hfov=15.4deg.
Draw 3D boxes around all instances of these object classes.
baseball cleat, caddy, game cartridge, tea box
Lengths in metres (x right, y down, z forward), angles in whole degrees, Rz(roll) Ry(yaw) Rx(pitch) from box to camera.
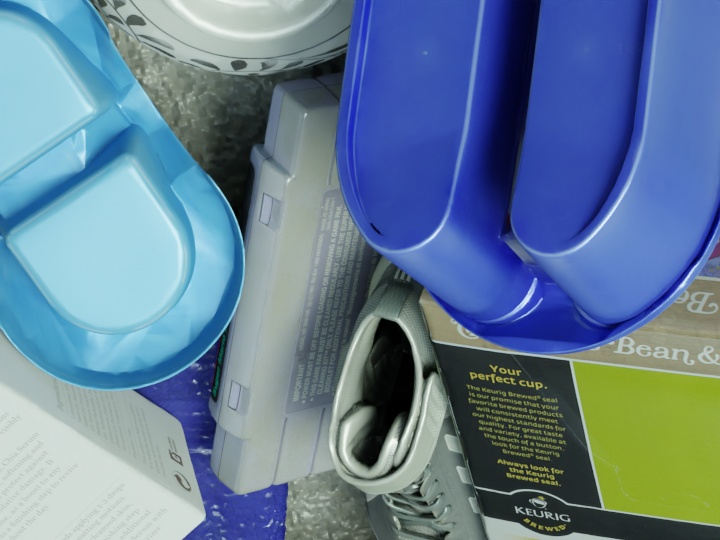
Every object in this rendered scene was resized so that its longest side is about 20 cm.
[{"bbox_3d":[0.017,0.085,1.172,0.069,0.107,0.201,7,125,22],"label":"baseball cleat"},{"bbox_3d":[0.073,-0.070,1.023,0.141,0.201,0.105,2,167,30],"label":"caddy"},{"bbox_3d":[0.000,0.000,1.185,0.129,0.038,0.201,-9,126,-31],"label":"game cartridge"},{"bbox_3d":[0.150,0.035,1.128,0.199,0.134,0.197,7,143,19],"label":"tea box"}]

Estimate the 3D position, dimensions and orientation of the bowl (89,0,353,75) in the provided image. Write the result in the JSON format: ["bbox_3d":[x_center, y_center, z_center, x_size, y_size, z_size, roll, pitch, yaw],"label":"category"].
[{"bbox_3d":[-0.045,-0.152,1.089,0.199,0.094,0.202,-1,122,-1],"label":"bowl"}]

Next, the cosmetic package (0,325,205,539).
[{"bbox_3d":[-0.174,0.072,1.155,0.101,0.071,0.200,-42,126,15],"label":"cosmetic package"}]

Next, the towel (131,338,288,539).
[{"bbox_3d":[-0.104,0.071,1.253,0.147,0.050,0.201,1,120,0],"label":"towel"}]

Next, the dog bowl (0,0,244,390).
[{"bbox_3d":[-0.130,-0.045,1.134,0.111,0.050,0.200,-33,104,7],"label":"dog bowl"}]
